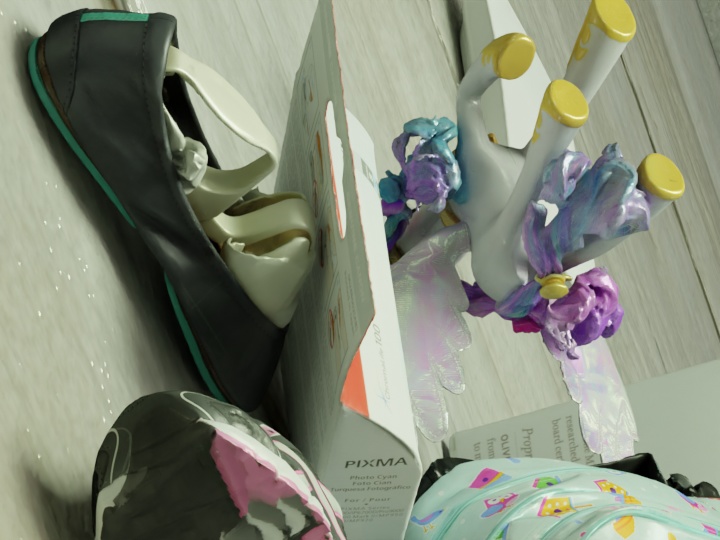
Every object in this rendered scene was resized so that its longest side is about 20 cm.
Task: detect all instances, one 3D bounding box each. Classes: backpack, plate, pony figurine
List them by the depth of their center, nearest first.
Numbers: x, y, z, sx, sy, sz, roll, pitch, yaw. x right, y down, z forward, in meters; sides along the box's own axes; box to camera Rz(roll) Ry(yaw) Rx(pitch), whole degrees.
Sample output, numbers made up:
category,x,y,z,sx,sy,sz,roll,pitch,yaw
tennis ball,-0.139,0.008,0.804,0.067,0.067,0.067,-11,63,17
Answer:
category,x,y,z,sx,sy,sz,roll,pitch,yaw
backpack,0.103,0.153,1.248,0.200,0.127,0.167,22,80,-39
pony figurine,0.071,-0.008,1.340,0.166,0.200,0.193,10,48,-28
plate,0.109,-0.076,1.863,0.200,0.032,0.200,57,21,-51

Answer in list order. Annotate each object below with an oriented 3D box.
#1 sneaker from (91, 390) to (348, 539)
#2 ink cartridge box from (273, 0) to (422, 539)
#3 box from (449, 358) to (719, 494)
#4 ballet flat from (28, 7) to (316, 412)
category,x,y,z,sx,sy,sz,roll,pitch,yaw
sneaker,-0.050,0.086,1.006,0.200,0.080,0.086,66,2,-58
ink cartridge box,0.000,0.000,1.151,0.200,0.047,0.160,106,-21,-57
box,0.164,0.190,1.476,0.199,0.171,0.200,57,21,-48
ballet flat,-0.057,-0.023,1.084,0.073,0.073,0.200,-90,159,-49
